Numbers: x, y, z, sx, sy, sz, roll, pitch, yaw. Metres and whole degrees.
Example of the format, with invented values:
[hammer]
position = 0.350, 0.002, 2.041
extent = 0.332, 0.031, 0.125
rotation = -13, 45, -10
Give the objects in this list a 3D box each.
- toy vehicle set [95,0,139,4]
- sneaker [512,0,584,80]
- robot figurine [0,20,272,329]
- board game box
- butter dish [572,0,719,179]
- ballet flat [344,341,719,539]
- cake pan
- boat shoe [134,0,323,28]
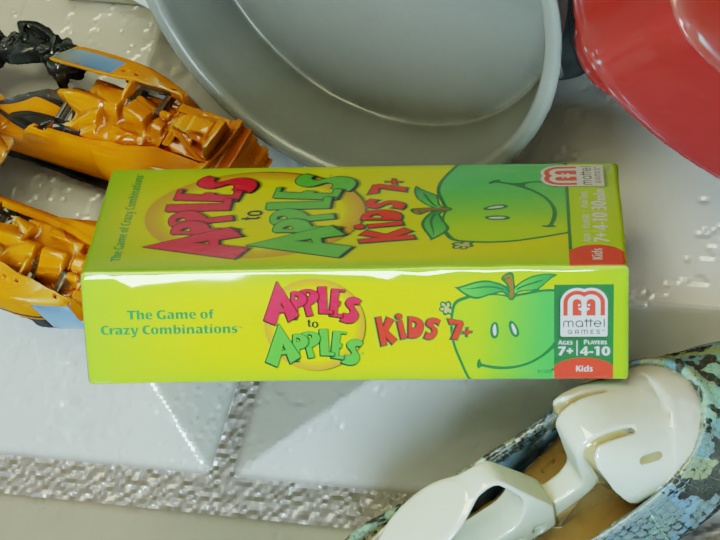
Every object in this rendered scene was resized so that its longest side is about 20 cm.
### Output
[toy vehicle set]
position = -0.032, -0.173, 1.335
extent = 0.200, 0.027, 0.124
rotation = 7, 63, 26
[sneaker]
position = 0.122, -0.164, 1.238
extent = 0.079, 0.075, 0.200
rotation = 12, 66, 26
[robot figurine]
position = -0.144, -0.043, 1.280
extent = 0.200, 0.058, 0.145
rotation = 18, 70, 30
[board game box]
position = 0.000, 0.000, 1.140
extent = 0.199, 0.048, 0.102
rotation = -1, 24, 3
[butter dish]
position = 0.145, -0.107, 1.148
extent = 0.148, 0.200, 0.200
rotation = -22, 49, 41
[ballet flat]
position = 0.071, 0.082, 1.108
extent = 0.200, 0.074, 0.074
rotation = -36, 53, -2
[cake pan]
position = -0.002, -0.124, 1.195
extent = 0.200, 0.201, 0.037
rotation = 12, 41, 28
[boat shoe]
position = -0.018, -0.151, 1.272
extent = 0.200, 0.073, 0.062
rotation = -6, 22, 27
